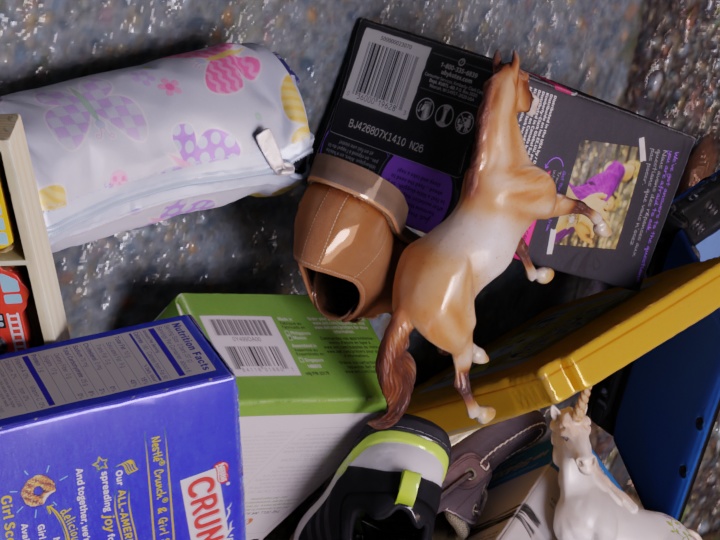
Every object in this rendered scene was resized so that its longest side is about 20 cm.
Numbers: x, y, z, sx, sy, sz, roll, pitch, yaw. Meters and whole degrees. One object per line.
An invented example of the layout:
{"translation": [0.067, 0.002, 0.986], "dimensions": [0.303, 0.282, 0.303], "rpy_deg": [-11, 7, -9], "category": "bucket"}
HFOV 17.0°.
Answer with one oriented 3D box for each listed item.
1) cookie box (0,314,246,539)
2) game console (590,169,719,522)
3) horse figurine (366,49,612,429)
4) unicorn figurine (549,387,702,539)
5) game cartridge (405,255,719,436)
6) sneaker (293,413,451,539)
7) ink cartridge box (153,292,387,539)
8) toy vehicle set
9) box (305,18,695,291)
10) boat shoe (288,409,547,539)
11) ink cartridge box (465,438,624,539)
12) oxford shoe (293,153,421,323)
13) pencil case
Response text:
{"translation": [-0.159, 0.127, 1.165], "dimensions": [0.199, 0.075, 0.172], "rpy_deg": [-12, 121, -18], "category": "cookie box"}
{"translation": [0.235, 0.050, 1.612], "dimensions": [0.171, 0.118, 0.200], "rpy_deg": [-31, 147, -37], "category": "game console"}
{"translation": [0.064, -0.002, 1.311], "dimensions": [0.200, 0.050, 0.133], "rpy_deg": [-54, 138, -13], "category": "horse figurine"}
{"translation": [0.162, 0.170, 1.520], "dimensions": [0.200, 0.074, 0.138], "rpy_deg": [39, 43, -48], "category": "unicorn figurine"}
{"translation": [0.124, 0.049, 1.488], "dimensions": [0.176, 0.200, 0.033], "rpy_deg": [-29, 92, -34], "category": "game cartridge"}
{"translation": [-0.001, 0.163, 1.381], "dimensions": [0.200, 0.071, 0.083], "rpy_deg": [107, -6, -47], "category": "sneaker"}
{"translation": [-0.093, 0.102, 1.379], "dimensions": [0.148, 0.076, 0.200], "rpy_deg": [2, 142, -47], "category": "ink cartridge box"}
{"translation": [-0.210, 0.018, 1.175], "dimensions": [0.027, 0.124, 0.200], "rpy_deg": [-82, 166, -56], "category": "toy vehicle set"}
{"translation": [0.086, -0.067, 1.431], "dimensions": [0.200, 0.122, 0.106], "rpy_deg": [14, 97, -49], "category": "box"}
{"translation": [0.046, 0.147, 1.528], "dimensions": [0.200, 0.065, 0.072], "rpy_deg": [-27, 162, -31], "category": "boat shoe"}
{"translation": [0.114, 0.223, 1.550], "dimensions": [0.146, 0.084, 0.200], "rpy_deg": [54, 42, -10], "category": "ink cartridge box"}
{"translation": [0.000, 0.000, 1.338], "dimensions": [0.071, 0.071, 0.200], "rpy_deg": [-66, 158, -9], "category": "oxford shoe"}
{"translation": [-0.119, -0.059, 1.245], "dimensions": [0.200, 0.091, 0.083], "rpy_deg": [-16, 148, -39], "category": "pencil case"}
